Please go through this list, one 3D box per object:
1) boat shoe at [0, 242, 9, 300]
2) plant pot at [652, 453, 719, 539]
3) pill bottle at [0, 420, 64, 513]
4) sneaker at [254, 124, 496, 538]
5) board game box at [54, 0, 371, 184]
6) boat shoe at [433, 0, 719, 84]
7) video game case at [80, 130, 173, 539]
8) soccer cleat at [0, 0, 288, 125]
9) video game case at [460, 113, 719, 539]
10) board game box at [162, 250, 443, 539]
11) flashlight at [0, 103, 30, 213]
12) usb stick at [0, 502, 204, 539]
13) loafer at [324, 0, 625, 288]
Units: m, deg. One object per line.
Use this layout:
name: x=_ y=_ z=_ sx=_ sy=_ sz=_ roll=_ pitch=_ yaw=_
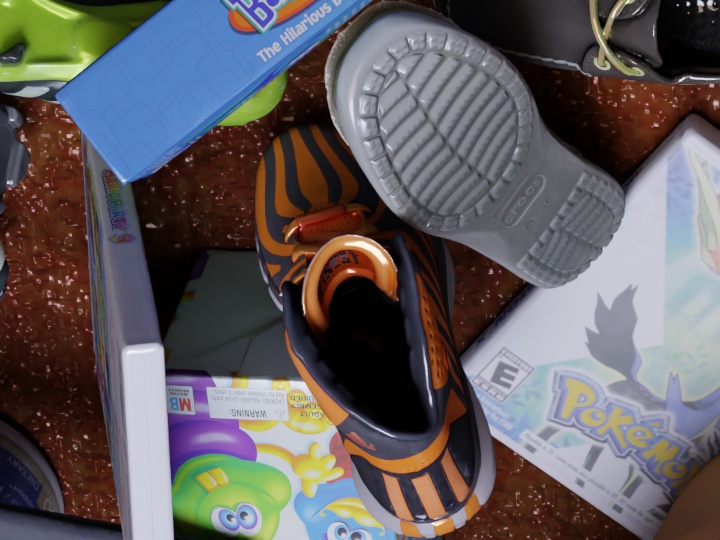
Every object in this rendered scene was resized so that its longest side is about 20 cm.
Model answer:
boat shoe: x=-0.232 y=0.036 z=1.330 sx=0.199 sy=0.075 sz=0.066 roll=-19 pitch=119 yaw=22
plant pot: x=0.195 y=0.160 z=1.257 sx=0.199 sy=0.140 sz=0.201 roll=5 pitch=124 yaw=8
pill bottle: x=-0.210 y=0.159 z=1.327 sx=0.111 sy=0.200 sz=0.111 roll=5 pitch=123 yaw=8
sneaker: x=0.000 y=0.000 z=1.169 sx=0.077 sy=0.200 sz=0.112 roll=-24 pitch=146 yaw=-1
board game box: x=-0.019 y=-0.111 z=1.101 sx=0.200 sy=0.152 sz=0.045 roll=-38 pitch=93 yaw=0
boat shoe: x=0.123 y=-0.109 z=1.172 sx=0.200 sy=0.061 sz=0.072 roll=-1 pitch=122 yaw=12
video game case: x=-0.098 y=0.035 z=1.230 sx=0.018 sy=0.200 sz=0.144 roll=-6 pitch=123 yaw=-8
soccer cleat: x=-0.130 y=-0.094 z=1.217 sx=0.199 sy=0.068 sz=0.081 roll=14 pitch=166 yaw=-5
video game case: x=0.166 y=0.050 z=1.289 sx=0.200 sy=0.022 sz=0.182 roll=35 pitch=122 yaw=-11
board game box: x=-0.023 y=0.103 z=1.311 sx=0.103 sy=0.105 sz=0.201 roll=1 pitch=122 yaw=11
flashlight: x=-0.247 y=-0.067 z=1.256 sx=0.199 sy=0.068 sz=0.068 roll=13 pitch=139 yaw=15
usb stick: x=-0.140 y=0.129 z=1.252 sx=0.199 sy=0.033 sz=0.056 roll=11 pitch=98 yaw=-4
loafer: x=0.035 y=-0.053 z=1.176 sx=0.075 sy=0.070 sz=0.200 roll=-49 pitch=145 yaw=0
